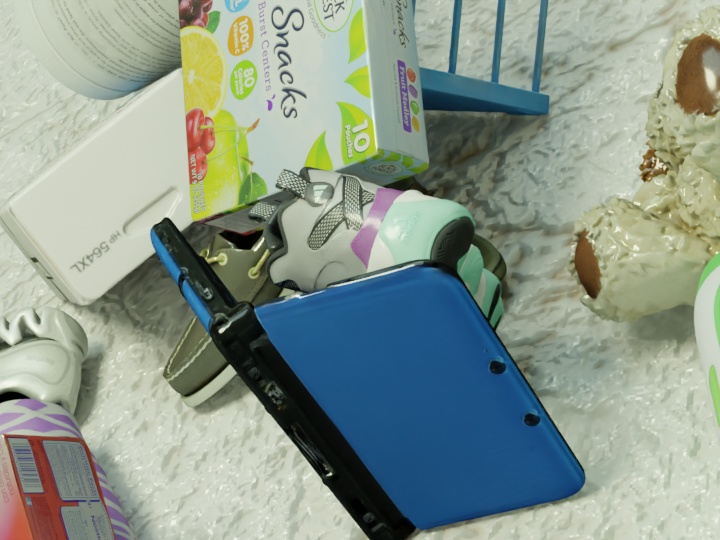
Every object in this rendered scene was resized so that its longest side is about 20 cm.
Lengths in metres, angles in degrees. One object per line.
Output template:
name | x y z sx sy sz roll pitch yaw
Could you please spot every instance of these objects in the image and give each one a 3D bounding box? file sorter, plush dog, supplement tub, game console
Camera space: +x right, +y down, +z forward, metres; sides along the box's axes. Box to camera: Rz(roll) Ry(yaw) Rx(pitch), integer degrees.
file sorter | 0.013 -0.171 1.290 0.138 0.199 0.124 5 90 39
plush dog | 0.212 -0.073 1.116 0.159 0.201 0.172 14 42 -11
supplement tub | -0.131 -0.211 1.391 0.199 0.132 0.132 -24 34 39
game console | 0.003 0.046 1.077 0.118 0.200 0.171 -36 40 -2

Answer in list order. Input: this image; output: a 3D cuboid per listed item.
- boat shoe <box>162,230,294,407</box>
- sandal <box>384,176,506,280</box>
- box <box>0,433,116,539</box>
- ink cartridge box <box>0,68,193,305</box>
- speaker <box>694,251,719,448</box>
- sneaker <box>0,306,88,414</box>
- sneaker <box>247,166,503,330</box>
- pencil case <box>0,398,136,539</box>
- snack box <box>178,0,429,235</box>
boat shoe | -0.066 -0.009 1.271 0.202 0.060 0.072 -54 22 0
sandal | 0.020 -0.025 1.266 0.080 0.057 0.201 -37 37 -5
box | -0.174 0.193 1.048 0.094 0.103 0.201 -21 79 15
ink cartridge box | -0.160 -0.053 1.341 0.146 0.084 0.200 -40 8 -10
speaker | 0.216 0.073 0.992 0.088 0.089 0.201 -21 39 15
sneaker | -0.272 0.094 1.342 0.199 0.075 0.081 -24 47 13
sneaker | 0.000 0.000 1.114 0.139 0.200 0.078 22 65 20
pencil case | -0.182 0.156 1.197 0.086 0.083 0.200 -64 31 17
snack box | -0.037 -0.136 1.163 0.142 0.053 0.201 -18 69 35
